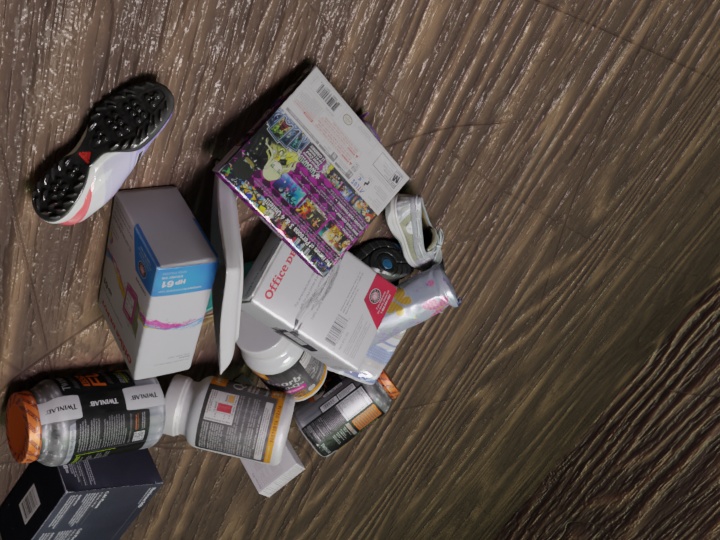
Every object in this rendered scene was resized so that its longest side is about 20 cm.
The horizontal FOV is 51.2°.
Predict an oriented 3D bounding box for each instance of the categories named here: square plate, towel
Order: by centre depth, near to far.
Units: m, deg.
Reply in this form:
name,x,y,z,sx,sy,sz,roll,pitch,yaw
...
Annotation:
name,x,y,z,sx,sy,sz,roll,pitch,yaw
square plate,-0.174,-0.003,0.973,0.028,0.199,0.201,-2,137,-15
towel,0.001,0.120,1.386,0.146,0.024,0.201,22,120,-11

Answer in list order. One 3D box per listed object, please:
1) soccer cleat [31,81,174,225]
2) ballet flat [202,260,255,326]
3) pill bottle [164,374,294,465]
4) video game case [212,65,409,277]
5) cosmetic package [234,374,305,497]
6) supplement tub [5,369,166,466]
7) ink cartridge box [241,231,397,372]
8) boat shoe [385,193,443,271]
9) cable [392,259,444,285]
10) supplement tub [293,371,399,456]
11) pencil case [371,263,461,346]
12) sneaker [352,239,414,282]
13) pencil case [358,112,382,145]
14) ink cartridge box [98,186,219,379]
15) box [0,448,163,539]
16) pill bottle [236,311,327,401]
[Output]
name,x,y,z,sx,sy,sz,roll,pitch,yaw
soccer cleat,-0.280,-0.130,0.845,0.200,0.068,0.073,-46,171,5
ballet flat,-0.208,0.045,1.131,0.199,0.068,0.072,-28,166,-18
pill bottle,-0.214,0.237,1.217,0.198,0.117,0.117,14,134,-2
video game case,-0.057,-0.123,0.960,0.182,0.036,0.200,-50,117,-9
cosmetic package,-0.184,0.288,1.321,0.082,0.200,0.051,-36,150,-2
supplement tub,-0.396,0.212,1.091,0.199,0.123,0.123,-2,134,-44
ink cartridge box,-0.066,0.036,1.103,0.199,0.083,0.146,36,70,-23
boat shoe,0.103,-0.062,1.265,0.064,0.075,0.202,-3,147,25
cable,0.095,0.032,1.415,0.162,0.051,0.201,-7,135,-36
supplement tub,-0.027,0.268,1.512,0.199,0.123,0.123,-36,148,-2
pencil case,0.071,0.064,1.297,0.199,0.084,0.091,-26,161,5
sneaker,0.000,0.000,1.282,0.199,0.074,0.082,-7,154,-32
pencil case,-0.063,-0.140,1.024,0.199,0.086,0.084,-24,-177,-21
ink cartridge box,-0.262,0.018,0.957,0.084,0.145,0.201,-11,139,-35
box,-0.467,0.381,1.251,0.181,0.104,0.200,15,121,-51
pill bottle,-0.134,0.134,1.258,0.116,0.117,0.200,-35,148,-5
